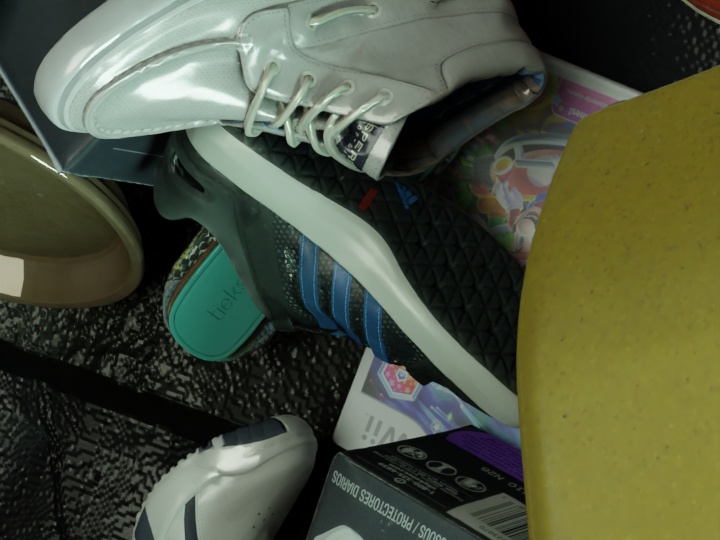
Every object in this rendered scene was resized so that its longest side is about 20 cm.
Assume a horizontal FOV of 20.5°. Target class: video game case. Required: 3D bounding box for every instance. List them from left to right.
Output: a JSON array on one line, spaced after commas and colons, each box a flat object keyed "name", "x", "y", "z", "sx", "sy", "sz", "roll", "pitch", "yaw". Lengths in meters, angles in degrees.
[{"name": "video game case", "x": 0.079, "y": 0.013, "z": 0.869, "sx": 0.143, "sy": 0.018, "sz": 0.201, "roll": 26, "pitch": 101, "yaw": 30}]

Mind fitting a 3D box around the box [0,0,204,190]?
[{"name": "box", "x": -0.048, "y": -0.137, "z": 0.883, "sx": 0.200, "sy": 0.148, "sz": 0.107, "roll": -44, "pitch": 65, "yaw": 22}]

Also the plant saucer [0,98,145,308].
[{"name": "plant saucer", "x": -0.195, "y": -0.040, "z": 0.955, "sx": 0.199, "sy": 0.200, "sz": 0.030, "roll": 1, "pitch": 60, "yaw": 32}]

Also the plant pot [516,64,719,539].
[{"name": "plant pot", "x": 0.168, "y": 0.029, "z": 0.713, "sx": 0.193, "sy": 0.195, "sz": 0.201, "roll": -19, "pitch": 70, "yaw": 27}]

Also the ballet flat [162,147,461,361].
[{"name": "ballet flat", "x": -0.018, "y": -0.041, "z": 0.905, "sx": 0.200, "sy": 0.074, "sz": 0.074, "roll": -42, "pitch": 66, "yaw": 22}]

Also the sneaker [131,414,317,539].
[{"name": "sneaker", "x": -0.059, "y": 0.170, "z": 0.910, "sx": 0.199, "sy": 0.079, "sz": 0.130, "roll": -47, "pitch": 66, "yaw": 21}]

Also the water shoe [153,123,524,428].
[{"name": "water shoe", "x": 0.000, "y": 0.000, "z": 0.853, "sx": 0.200, "sy": 0.072, "sz": 0.079, "roll": 43, "pitch": 132, "yaw": 1}]

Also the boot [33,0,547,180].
[{"name": "boot", "x": -0.020, "y": -0.076, "z": 0.780, "sx": 0.096, "sy": 0.199, "sz": 0.074, "roll": 57, "pitch": 156, "yaw": 23}]

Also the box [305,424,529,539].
[{"name": "box", "x": 0.033, "y": 0.182, "z": 0.822, "sx": 0.122, "sy": 0.106, "sz": 0.201, "roll": 27, "pitch": 109, "yaw": 31}]

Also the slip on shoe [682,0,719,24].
[{"name": "slip on shoe", "x": 0.135, "y": -0.154, "z": 0.819, "sx": 0.200, "sy": 0.061, "sz": 0.074, "roll": 40, "pitch": 106, "yaw": 26}]
